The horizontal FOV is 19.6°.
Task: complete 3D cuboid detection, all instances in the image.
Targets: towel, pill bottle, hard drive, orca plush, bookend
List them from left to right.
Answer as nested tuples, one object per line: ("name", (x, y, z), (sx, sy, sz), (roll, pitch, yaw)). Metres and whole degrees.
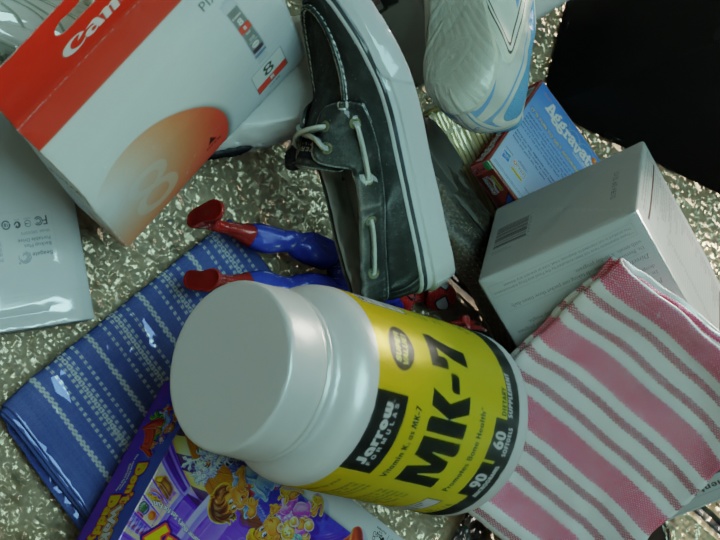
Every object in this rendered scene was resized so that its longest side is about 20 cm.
("hard drive", (-0.233, -0.061, 1.199), (0.132, 0.025, 0.201), (-8, 86, -31))
("towel", (-0.107, 0.082, 1.256), (0.200, 0.024, 0.145), (-41, 101, -31))
("orca plush", (-0.070, -0.091, 1.275), (0.200, 0.071, 0.105), (-42, 84, -7))
("pill bottle", (-0.005, 0.072, 1.186), (0.200, 0.114, 0.115), (17, 73, -46))
("towel", (0.143, 0.100, 1.259), (0.146, 0.200, 0.030), (38, 25, -10))
("bookend", (0.263, -0.132, 1.399), (0.198, 0.200, 0.092), (23, 72, -24))

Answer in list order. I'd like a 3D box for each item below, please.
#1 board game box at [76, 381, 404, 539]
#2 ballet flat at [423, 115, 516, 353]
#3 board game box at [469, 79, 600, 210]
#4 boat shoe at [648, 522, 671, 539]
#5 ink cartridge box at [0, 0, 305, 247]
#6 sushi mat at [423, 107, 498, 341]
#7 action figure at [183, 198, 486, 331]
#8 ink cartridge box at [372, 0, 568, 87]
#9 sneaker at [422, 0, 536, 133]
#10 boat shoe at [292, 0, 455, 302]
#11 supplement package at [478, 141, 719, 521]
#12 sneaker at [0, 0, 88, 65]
("board game box", (-0.066, 0.175, 1.225), (0.200, 0.045, 0.135), (41, 66, -30))
("ballet flat", (0.072, -0.008, 1.346), (0.200, 0.046, 0.067), (57, 22, -16))
("board game box", (0.155, -0.022, 1.400), (0.200, 0.019, 0.103), (52, 44, -15))
("boat shoe", (0.129, 0.146, 1.351), (0.200, 0.070, 0.071), (28, 68, -25))
("ink cartridge box", (-0.110, -0.111, 1.139), (0.050, 0.200, 0.162), (41, 83, 14))
("sushi mat", (0.099, -0.022, 1.394), (0.096, 0.012, 0.200), (-30, 97, -30))
("action figure", (0.000, 0.000, 1.275), (0.200, 0.099, 0.065), (12, 76, -42))
("ink cartridge box", (0.045, -0.237, 1.357), (0.146, 0.083, 0.200), (-34, 100, -29))
("sneaker", (0.076, -0.180, 1.287), (0.072, 0.072, 0.201), (30, 60, -57))
("boat shoe", (-0.004, -0.073, 1.207), (0.071, 0.072, 0.201), (-22, 102, -18))
("supplement package", (0.173, 0.043, 1.307), (0.200, 0.109, 0.114), (59, 22, -17))
("sneaker", (-0.199, -0.154, 1.177), (0.199, 0.078, 0.100), (7, 75, -31))
